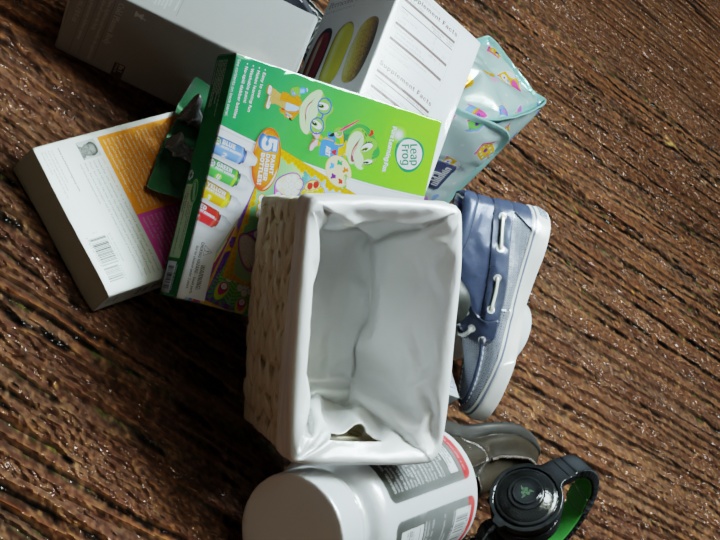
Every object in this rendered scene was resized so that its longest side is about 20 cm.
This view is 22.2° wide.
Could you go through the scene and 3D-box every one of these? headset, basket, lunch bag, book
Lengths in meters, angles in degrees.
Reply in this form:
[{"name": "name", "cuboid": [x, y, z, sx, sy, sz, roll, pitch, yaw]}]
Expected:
[{"name": "headset", "cuboid": [0.126, 0.221, 1.623, 0.199, 0.124, 0.094, -19, 49, -42]}, {"name": "basket", "cuboid": [-0.012, 0.040, 1.416, 0.134, 0.123, 0.202, 2, 95, -26]}, {"name": "lunch bag", "cuboid": [0.072, -0.133, 1.831, 0.122, 0.170, 0.200, 49, 29, 5]}, {"name": "book", "cuboid": [-0.171, -0.054, 1.500, 0.199, 0.048, 0.134, -20, 77, -49]}]

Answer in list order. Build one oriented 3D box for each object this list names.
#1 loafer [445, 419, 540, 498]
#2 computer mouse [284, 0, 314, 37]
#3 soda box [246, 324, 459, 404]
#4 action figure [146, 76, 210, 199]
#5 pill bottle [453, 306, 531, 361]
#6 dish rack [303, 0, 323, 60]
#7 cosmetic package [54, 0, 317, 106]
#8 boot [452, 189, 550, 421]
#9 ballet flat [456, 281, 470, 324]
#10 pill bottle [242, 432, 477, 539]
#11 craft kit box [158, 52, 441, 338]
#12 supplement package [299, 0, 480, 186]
[{"name": "loafer", "cuboid": [0.091, 0.179, 1.657, 0.199, 0.073, 0.072, 9, 60, -44]}, {"name": "computer mouse", "cuboid": [-0.106, -0.219, 1.679, 0.139, 0.200, 0.053, 47, 70, -13]}, {"name": "soda box", "cuboid": [-0.004, 0.080, 1.608, 0.199, 0.068, 0.064, 21, 43, -44]}, {"name": "action figure", "cuboid": [-0.073, -0.067, 1.532, 0.199, 0.055, 0.119, 34, 59, -21]}, {"name": "pill bottle", "cuboid": [0.067, 0.016, 1.733, 0.199, 0.111, 0.112, 34, 35, -32]}, {"name": "dish rack", "cuboid": [-0.048, -0.227, 1.805, 0.153, 0.055, 0.200, 43, 5, -21]}, {"name": "cosmetic package", "cuboid": [-0.149, -0.204, 1.572, 0.199, 0.107, 0.091, 27, 54, -5]}, {"name": "boot", "cuboid": [0.100, 0.030, 1.658, 0.090, 0.202, 0.073, 15, 1, -18]}, {"name": "ballet flat", "cuboid": [0.000, 0.000, 1.607, 0.199, 0.068, 0.068, 26, 16, 9]}, {"name": "pill bottle", "cuboid": [0.000, 0.190, 1.456, 0.199, 0.114, 0.115, -8, 66, -57]}, {"name": "craft kit box", "cuboid": [-0.046, -0.052, 1.486, 0.196, 0.048, 0.202, 15, 86, -30]}, {"name": "supplement package", "cuboid": [0.009, -0.147, 1.667, 0.109, 0.113, 0.201, 36, 63, -33]}]
